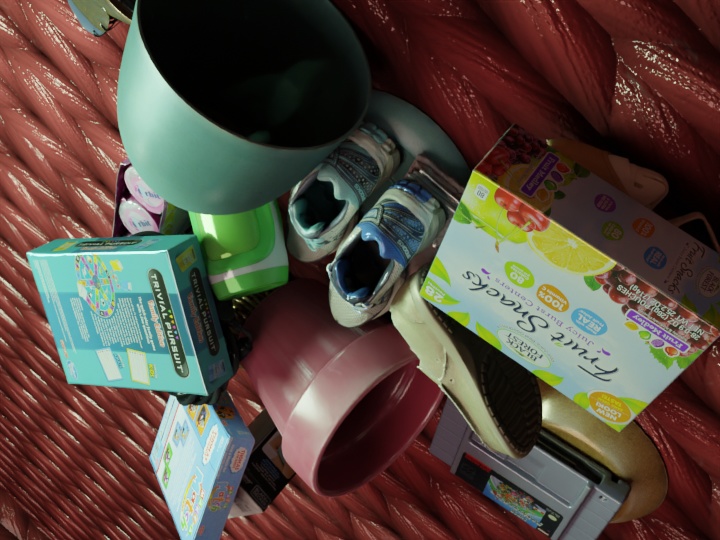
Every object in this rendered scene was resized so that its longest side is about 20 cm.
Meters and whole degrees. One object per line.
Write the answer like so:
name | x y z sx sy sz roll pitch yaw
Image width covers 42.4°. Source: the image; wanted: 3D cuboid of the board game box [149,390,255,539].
board game box | -0.190 0.209 1.081 0.200 0.036 0.152 44 117 58

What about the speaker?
speaker | -0.131 -0.076 0.922 0.088 0.088 0.201 -19 85 51

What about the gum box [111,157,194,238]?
gum box | -0.212 -0.077 1.034 0.066 0.114 0.200 38 144 8

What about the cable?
cable | -0.207 0.051 0.991 0.200 0.051 0.164 39 128 9

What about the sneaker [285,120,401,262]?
sneaker | -0.042 -0.059 0.866 0.078 0.086 0.200 41 145 3

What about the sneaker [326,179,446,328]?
sneaker | 0.000 0.000 0.838 0.077 0.085 0.200 39 144 9

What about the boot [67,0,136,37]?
boot | -0.232 -0.266 0.913 0.200 0.075 0.097 43 157 13

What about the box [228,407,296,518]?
box | -0.099 0.208 1.139 0.060 0.200 0.116 51 146 -8

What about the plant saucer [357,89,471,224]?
plant saucer | 0.020 -0.078 0.885 0.199 0.027 0.201 26 141 24

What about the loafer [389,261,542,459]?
loafer | 0.096 0.082 0.841 0.068 0.076 0.201 -19 105 52

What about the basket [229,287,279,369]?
basket | -0.189 0.070 1.131 0.199 0.149 0.143 16 136 31

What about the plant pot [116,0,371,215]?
plant pot | -0.115 -0.142 0.790 0.201 0.201 0.161 44 139 -1

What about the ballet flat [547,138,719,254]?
ballet flat | 0.225 -0.038 0.712 0.063 0.069 0.200 -38 100 26

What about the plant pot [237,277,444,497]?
plant pot | -0.031 0.111 1.003 0.179 0.199 0.201 42 147 29

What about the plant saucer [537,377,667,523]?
plant saucer | 0.216 0.199 0.966 0.199 0.035 0.201 26 141 24

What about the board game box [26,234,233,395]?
board game box | -0.235 0.044 0.942 0.199 0.047 0.152 0 112 32

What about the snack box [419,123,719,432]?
snack box | 0.159 0.012 0.705 0.200 0.068 0.169 36 147 11

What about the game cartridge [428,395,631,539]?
game cartridge | 0.168 0.208 0.965 0.199 0.038 0.130 31 139 17

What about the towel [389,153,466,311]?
towel | 0.091 0.014 0.860 0.200 0.032 0.191 39 144 7
